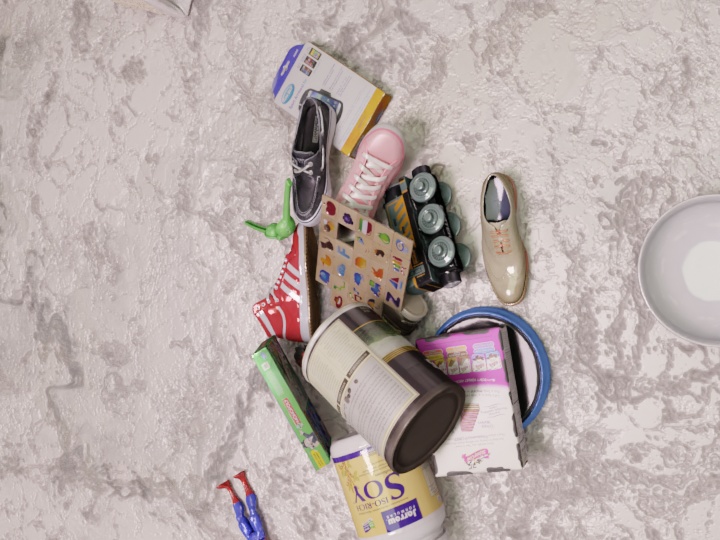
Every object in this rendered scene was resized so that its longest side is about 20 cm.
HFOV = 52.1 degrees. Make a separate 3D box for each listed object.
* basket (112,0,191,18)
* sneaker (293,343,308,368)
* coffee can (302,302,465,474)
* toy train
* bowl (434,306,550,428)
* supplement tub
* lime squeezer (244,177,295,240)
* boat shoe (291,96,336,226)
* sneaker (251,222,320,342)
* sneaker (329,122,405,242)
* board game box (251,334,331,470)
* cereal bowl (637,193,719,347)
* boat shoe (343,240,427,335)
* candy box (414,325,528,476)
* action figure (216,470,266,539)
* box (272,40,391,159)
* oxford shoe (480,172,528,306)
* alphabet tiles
[{"bbox_3d":[-0.398,-0.578,1.296,0.158,0.199,0.203,16,95,26],"label":"basket"},{"bbox_3d":[-0.024,0.173,1.203,0.195,0.071,0.101,9,90,20],"label":"sneaker"},{"bbox_3d":[0.030,0.163,1.048,0.199,0.145,0.148,39,103,33],"label":"coffee can"},{"bbox_3d":[0.096,-0.060,1.146,0.112,0.085,0.205,-24,70,28],"label":"toy train"},{"bbox_3d":[0.192,0.159,1.136,0.195,0.039,0.207,0,90,21],"label":"bowl"},{"bbox_3d":[0.047,0.339,1.134,0.143,0.145,0.204,-23,81,19],"label":"supplement tub"},{"bbox_3d":[-0.145,-0.081,1.225,0.071,0.038,0.199,49,149,-7],"label":"lime squeezer"},{"bbox_3d":[-0.083,-0.176,1.188,0.070,0.067,0.206,10,92,24],"label":"boat shoe"},{"bbox_3d":[-0.127,0.019,1.246,0.109,0.071,0.206,-1,91,18],"label":"sneaker"},{"bbox_3d":[0.008,-0.124,1.137,0.074,0.106,0.201,25,133,-10],"label":"sneaker"},{"bbox_3d":[-0.106,0.206,1.178,0.029,0.135,0.203,-29,93,1],"label":"board game box"},{"bbox_3d":[0.479,0.001,1.000,0.195,0.083,0.206,-1,89,22],"label":"cereal bowl"},{"bbox_3d":[0.022,0.020,1.189,0.200,0.071,0.060,44,132,15],"label":"boat shoe"},{"bbox_3d":[0.164,0.193,1.092,0.133,0.061,0.206,-10,85,22],"label":"candy box"},{"bbox_3d":[-0.193,0.456,1.256,0.065,0.099,0.203,-32,81,19],"label":"action figure"},{"bbox_3d":[-0.057,-0.293,1.240,0.199,0.041,0.120,38,103,20],"label":"box"},{"bbox_3d":[0.209,-0.047,1.112,0.069,0.074,0.206,-11,85,20],"label":"oxford shoe"},{"bbox_3d":[0.000,0.000,1.138,0.165,0.008,0.203,29,134,23],"label":"alphabet tiles"}]
